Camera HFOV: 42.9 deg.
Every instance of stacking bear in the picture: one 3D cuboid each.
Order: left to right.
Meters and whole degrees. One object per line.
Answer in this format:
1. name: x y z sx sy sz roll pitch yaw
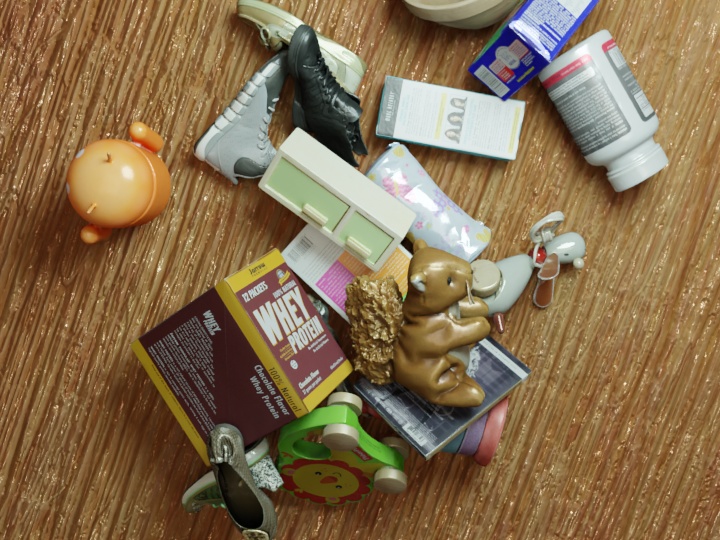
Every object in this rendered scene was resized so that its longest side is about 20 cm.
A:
1. stacking bear: 0.098 0.191 1.285 0.198 0.114 0.123 17 94 3

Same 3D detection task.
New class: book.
1. book: 0.000 0.000 1.300 0.200 0.048 0.134 44 94 -1

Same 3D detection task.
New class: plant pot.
1. plant pot: 0.153 -0.394 1.229 0.199 0.093 0.203 -15 54 21

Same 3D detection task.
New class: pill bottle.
1. pill bottle: 0.336 -0.214 1.252 0.110 0.111 0.201 -31 93 2

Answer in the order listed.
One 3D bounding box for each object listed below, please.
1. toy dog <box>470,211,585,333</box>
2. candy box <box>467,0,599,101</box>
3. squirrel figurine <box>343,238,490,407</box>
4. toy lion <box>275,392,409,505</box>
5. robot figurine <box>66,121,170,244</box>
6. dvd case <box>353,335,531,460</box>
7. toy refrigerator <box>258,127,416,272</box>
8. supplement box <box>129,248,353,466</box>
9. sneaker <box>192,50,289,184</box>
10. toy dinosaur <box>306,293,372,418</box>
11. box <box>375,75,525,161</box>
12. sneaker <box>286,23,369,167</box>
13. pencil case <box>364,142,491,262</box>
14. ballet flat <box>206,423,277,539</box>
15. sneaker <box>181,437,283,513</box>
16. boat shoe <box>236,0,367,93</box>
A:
1. toy dog: 0.230 0.020 1.269 0.199 0.132 0.097 -32 64 10
2. candy box: 0.246 -0.338 1.194 0.077 0.169 0.201 40 78 -4
3. squirrel figurine: 0.069 0.059 1.180 0.197 0.142 0.188 0 127 13
4. toy lion: -0.043 0.259 1.253 0.190 0.069 0.200 -19 134 27
5. robot figurine: -0.318 -0.116 1.213 0.143 0.200 0.118 -25 94 2
6. dvd case: 0.111 0.149 1.242 0.199 0.016 0.148 -34 54 -24
7. toy refrigerator: -0.032 -0.092 1.223 0.199 0.070 0.076 36 130 -3
8. supplement box: -0.157 0.116 1.222 0.199 0.133 0.198 -32 92 31
9. sneaker: -0.131 -0.200 1.270 0.115 0.075 0.200 42 112 -10
10. toy dinosaur: -0.058 0.137 1.310 0.087 0.047 0.202 -23 97 -5
11. box: 0.124 -0.211 1.282 0.197 0.049 0.083 11 93 -1
12. sneaker: -0.039 -0.232 1.232 0.103 0.201 0.060 20 52 15
13. pencil case: 0.090 -0.083 1.275 0.200 0.083 0.091 44 93 -2
14. ballet flat: -0.157 0.289 1.193 0.066 0.047 0.202 -7 119 11
15. sneaker: -0.177 0.307 1.268 0.089 0.077 0.200 53 129 6
16. boat shoe: -0.089 -0.307 1.267 0.199 0.073 0.064 29 90 -10
